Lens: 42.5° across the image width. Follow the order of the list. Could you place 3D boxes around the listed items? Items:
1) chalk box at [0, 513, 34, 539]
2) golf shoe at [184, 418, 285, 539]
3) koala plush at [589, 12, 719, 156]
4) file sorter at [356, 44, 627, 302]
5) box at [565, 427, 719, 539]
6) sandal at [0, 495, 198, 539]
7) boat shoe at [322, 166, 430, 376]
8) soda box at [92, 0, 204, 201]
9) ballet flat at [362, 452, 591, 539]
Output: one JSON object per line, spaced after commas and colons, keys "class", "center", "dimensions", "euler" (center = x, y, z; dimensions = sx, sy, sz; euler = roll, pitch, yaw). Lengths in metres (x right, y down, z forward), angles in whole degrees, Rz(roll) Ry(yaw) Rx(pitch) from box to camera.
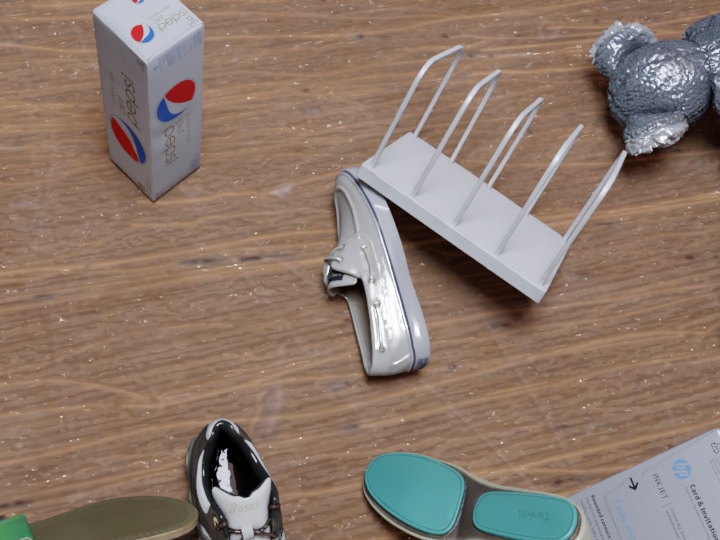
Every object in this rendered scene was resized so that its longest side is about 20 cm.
{"class": "chalk box", "center": [-0.271, 0.242, 0.593], "dimensions": [0.122, 0.124, 0.203], "euler": [-25, 83, 2]}
{"class": "golf shoe", "center": [-0.090, 0.209, 0.700], "dimensions": [0.076, 0.095, 0.203], "euler": [-16, 69, -19]}
{"class": "koala plush", "center": [0.345, -0.196, 0.954], "dimensions": [0.195, 0.185, 0.181], "euler": [-8, 63, -1]}
{"class": "file sorter", "center": [0.125, -0.099, 0.847], "dimensions": [0.198, 0.126, 0.139], "euler": [34, 28, 8]}
{"class": "box", "center": [0.222, 0.232, 0.698], "dimensions": [0.041, 0.199, 0.159], "euler": [10, 52, -50]}
{"class": "sandal", "center": [-0.220, 0.223, 0.695], "dimensions": [0.206, 0.078, 0.071], "euler": [-6, 101, -2]}
{"class": "boat shoe", "center": [0.000, 0.000, 0.839], "dimensions": [0.068, 0.071, 0.204], "euler": [-11, 72, -19]}
{"class": "soda box", "center": [-0.181, -0.150, 0.804], "dimensions": [0.068, 0.201, 0.064], "euler": [42, 62, 12]}
{"class": "ballet flat", "center": [0.091, 0.200, 0.742], "dimensions": [0.197, 0.070, 0.070], "euler": [10, 55, 35]}
